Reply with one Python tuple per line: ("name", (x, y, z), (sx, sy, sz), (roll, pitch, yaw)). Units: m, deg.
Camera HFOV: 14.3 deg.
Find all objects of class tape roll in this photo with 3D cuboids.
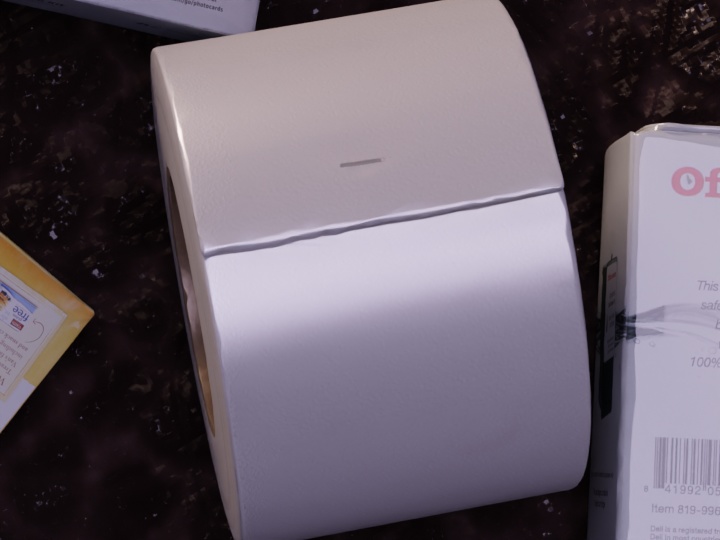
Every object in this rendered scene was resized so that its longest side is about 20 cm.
("tape roll", (0.000, 0.000, 1.134), (0.139, 0.203, 0.203), (-10, 87, -5))

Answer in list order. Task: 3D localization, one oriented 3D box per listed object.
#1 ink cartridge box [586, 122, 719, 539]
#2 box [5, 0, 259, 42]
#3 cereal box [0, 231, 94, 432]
("ink cartridge box", (0.174, 0.044, 1.207), (0.146, 0.083, 0.201), (4, 87, -5))
("box", (-0.103, -0.203, 1.152), (0.155, 0.041, 0.201), (12, 83, -22))
("cereal box", (-0.224, 0.050, 1.165), (0.144, 0.040, 0.200), (42, 83, -25))
